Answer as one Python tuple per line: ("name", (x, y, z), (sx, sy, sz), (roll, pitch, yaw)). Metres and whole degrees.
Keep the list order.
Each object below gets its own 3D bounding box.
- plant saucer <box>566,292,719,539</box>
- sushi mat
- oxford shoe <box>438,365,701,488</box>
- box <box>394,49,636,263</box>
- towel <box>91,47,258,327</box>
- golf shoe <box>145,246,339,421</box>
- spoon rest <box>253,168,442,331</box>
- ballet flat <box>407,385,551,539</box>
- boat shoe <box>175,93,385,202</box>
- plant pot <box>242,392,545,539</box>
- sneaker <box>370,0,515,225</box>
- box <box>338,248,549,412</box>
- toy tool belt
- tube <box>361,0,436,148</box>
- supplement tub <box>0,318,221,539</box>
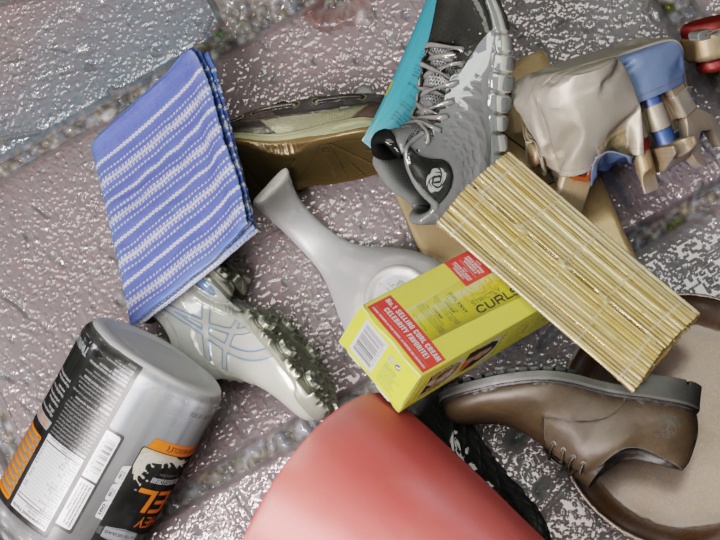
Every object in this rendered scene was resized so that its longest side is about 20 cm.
("plant saucer", (0.251, 0.118, 1.353), (0.198, 0.032, 0.202), (-2, 72, 8))
("sushi mat", (0.157, -0.002, 1.321), (0.200, 0.012, 0.096), (41, 62, 13))
("oxford shoe", (0.155, 0.118, 1.314), (0.198, 0.073, 0.085), (4, 76, 9))
("box", (0.114, -0.063, 1.432), (0.162, 0.021, 0.202), (-22, 72, 1))
("towel", (-0.157, -0.072, 1.416), (0.144, 0.024, 0.201), (-37, 50, 24))
("golf shoe", (-0.103, 0.066, 1.409), (0.200, 0.078, 0.097), (45, 101, 23))
("spoon rest", (0.000, 0.000, 1.409), (0.200, 0.061, 0.099), (42, 81, 16))
("ballet flat", (0.078, 0.154, 1.366), (0.066, 0.057, 0.201), (-43, 65, 18))
("boat shoe", (-0.063, -0.106, 1.451), (0.198, 0.074, 0.065), (-3, 46, 16))
("plant pot", (0.034, 0.216, 1.256), (0.176, 0.201, 0.201), (30, 79, 24))
("sneaker", (0.058, -0.130, 1.356), (0.115, 0.075, 0.202), (-9, 96, -36))
("box", (0.080, 0.030, 1.316), (0.199, 0.050, 0.075), (-25, 67, -39))
("toy tool belt", (0.224, -0.119, 1.392), (0.198, 0.125, 0.124), (-19, 103, -17))
("tube", (0.060, -0.165, 1.429), (0.077, 0.050, 0.201), (35, 60, -25))
("supplement tub", (-0.203, 0.149, 1.346), (0.122, 0.122, 0.201), (32, 97, 16))
